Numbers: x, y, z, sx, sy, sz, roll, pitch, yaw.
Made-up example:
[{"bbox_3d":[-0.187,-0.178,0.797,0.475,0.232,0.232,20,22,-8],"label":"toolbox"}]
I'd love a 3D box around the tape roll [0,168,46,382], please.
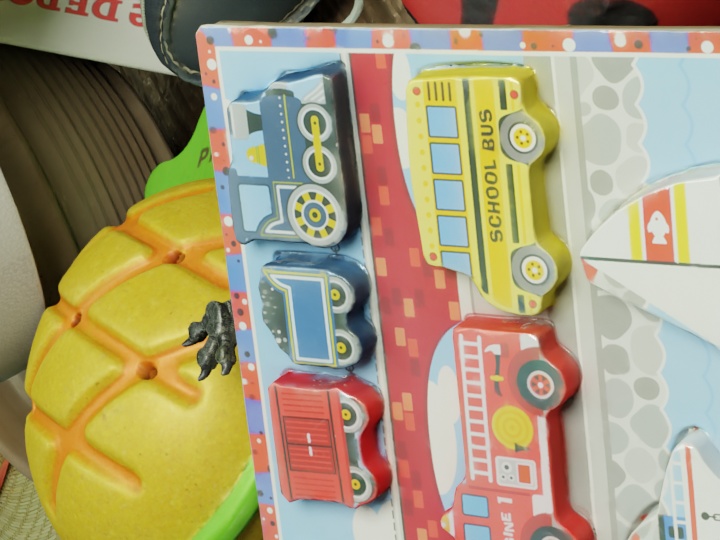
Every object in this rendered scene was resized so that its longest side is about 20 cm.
[{"bbox_3d":[-0.178,-0.046,0.918,0.203,0.037,0.203,49,157,29],"label":"tape roll"}]

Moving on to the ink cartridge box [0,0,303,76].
[{"bbox_3d":[-0.093,-0.189,0.977,0.146,0.146,0.201,39,117,61],"label":"ink cartridge box"}]

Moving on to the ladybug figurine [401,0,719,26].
[{"bbox_3d":[0.050,-0.107,0.631,0.072,0.135,0.200,-52,-23,-29],"label":"ladybug figurine"}]

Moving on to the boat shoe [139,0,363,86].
[{"bbox_3d":[-0.016,-0.136,0.879,0.200,0.075,0.062,-51,31,28],"label":"boat shoe"}]

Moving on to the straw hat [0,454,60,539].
[{"bbox_3d":[-0.185,0.064,1.168,0.201,0.085,0.202,-171,90,-66],"label":"straw hat"}]

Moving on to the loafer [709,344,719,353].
[{"bbox_3d":[0.081,-0.007,0.648,0.063,0.072,0.200,-54,29,-5],"label":"loafer"}]

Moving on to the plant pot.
[{"bbox_3d":[-0.128,-0.023,1.018,0.201,0.092,0.201,49,155,32],"label":"plant pot"}]

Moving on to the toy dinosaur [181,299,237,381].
[{"bbox_3d":[0.000,0.000,0.779,0.047,0.088,0.201,23,103,55],"label":"toy dinosaur"}]

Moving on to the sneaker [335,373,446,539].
[{"bbox_3d":[0.015,0.087,0.682,0.074,0.079,0.201,-60,-16,-51],"label":"sneaker"}]

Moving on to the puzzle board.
[{"bbox_3d":[0.037,0.042,0.586,0.150,0.017,0.201,4,111,31],"label":"puzzle board"}]

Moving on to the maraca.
[{"bbox_3d":[-0.053,0.018,0.873,0.137,0.107,0.201,-17,52,44],"label":"maraca"}]
